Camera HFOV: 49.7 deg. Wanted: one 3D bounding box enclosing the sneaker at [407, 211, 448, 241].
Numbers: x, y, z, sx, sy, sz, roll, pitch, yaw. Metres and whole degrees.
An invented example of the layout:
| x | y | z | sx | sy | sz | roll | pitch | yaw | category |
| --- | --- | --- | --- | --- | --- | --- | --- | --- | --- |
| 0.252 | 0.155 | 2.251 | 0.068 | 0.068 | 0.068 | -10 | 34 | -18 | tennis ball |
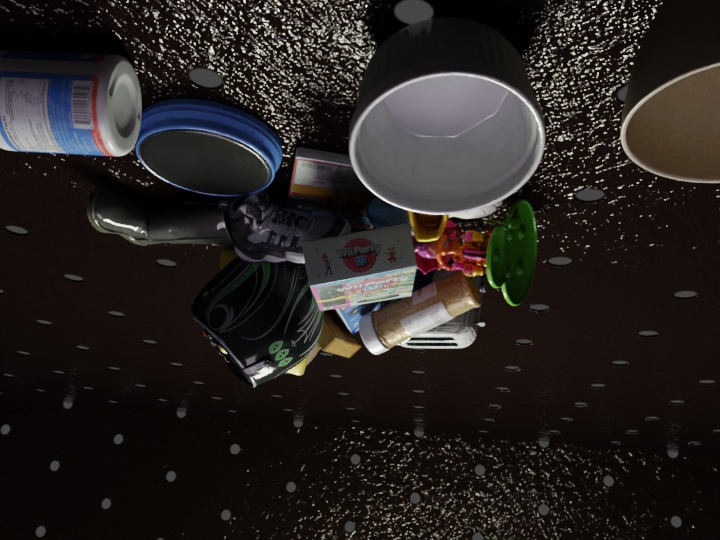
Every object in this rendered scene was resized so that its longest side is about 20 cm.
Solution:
| x | y | z | sx | sy | sz | roll | pitch | yaw | category |
| --- | --- | --- | --- | --- | --- | --- | --- | --- | --- |
| 0.078 | -0.122 | 0.939 | 0.072 | 0.078 | 0.202 | -6 | 131 | 17 | sneaker |

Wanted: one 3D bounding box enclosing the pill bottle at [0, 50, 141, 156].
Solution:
| x | y | z | sx | sy | sz | roll | pitch | yaw | category |
| --- | --- | --- | --- | --- | --- | --- | --- | --- | --- |
| -0.360 | -0.191 | 0.882 | 0.196 | 0.114 | 0.113 | 5 | 160 | 6 | pill bottle |

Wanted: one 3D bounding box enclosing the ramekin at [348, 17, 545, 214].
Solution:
| x | y | z | sx | sy | sz | roll | pitch | yaw | category |
| --- | --- | --- | --- | --- | --- | --- | --- | --- | --- |
| 0.086 | -0.161 | 0.801 | 0.196 | 0.107 | 0.202 | 1 | 144 | 1 | ramekin |

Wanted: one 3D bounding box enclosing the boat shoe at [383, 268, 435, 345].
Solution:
| x | y | z | sx | sy | sz | roll | pitch | yaw | category |
| --- | --- | --- | --- | --- | --- | --- | --- | --- | --- |
| 0.082 | 0.037 | 1.314 | 0.071 | 0.073 | 0.202 | 18 | 124 | -8 | boat shoe |

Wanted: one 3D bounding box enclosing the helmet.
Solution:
| x | y | z | sx | sy | sz | roll | pitch | yaw | category |
| --- | --- | --- | --- | --- | --- | --- | --- | --- | --- |
| -0.150 | 0.065 | 1.229 | 0.200 | 0.190 | 0.201 | 41 | 161 | 18 | helmet |

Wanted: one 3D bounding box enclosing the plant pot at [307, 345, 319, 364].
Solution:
| x | y | z | sx | sy | sz | roll | pitch | yaw | category |
| --- | --- | --- | --- | --- | --- | --- | --- | --- | --- |
| -0.186 | 0.191 | 1.875 | 0.197 | 0.094 | 0.201 | 4 | 159 | 2 | plant pot |

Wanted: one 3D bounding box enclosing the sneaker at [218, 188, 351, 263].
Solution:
| x | y | z | sx | sy | sz | roll | pitch | yaw | category |
| --- | --- | --- | --- | --- | --- | --- | --- | --- | --- |
| -0.117 | -0.073 | 1.133 | 0.197 | 0.076 | 0.115 | -4 | 134 | 25 | sneaker |

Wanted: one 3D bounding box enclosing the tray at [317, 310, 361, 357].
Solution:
| x | y | z | sx | sy | sz | roll | pitch | yaw | category |
| --- | --- | --- | --- | --- | --- | --- | --- | --- | --- |
| -0.081 | 0.058 | 1.359 | 0.037 | 0.201 | 0.098 | -41 | 152 | 12 | tray |

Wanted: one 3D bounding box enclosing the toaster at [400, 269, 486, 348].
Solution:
| x | y | z | sx | sy | sz | roll | pitch | yaw | category |
| --- | --- | --- | --- | --- | --- | --- | --- | --- | --- |
| 0.128 | 0.066 | 1.407 | 0.196 | 0.132 | 0.114 | -1 | 158 | 17 | toaster |

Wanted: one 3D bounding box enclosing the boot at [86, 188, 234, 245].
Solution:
| x | y | z | sx | sy | sz | roll | pitch | yaw | category |
| --- | --- | --- | --- | --- | --- | --- | --- | --- | --- |
| -0.297 | -0.078 | 1.211 | 0.196 | 0.074 | 0.182 | 7 | 172 | 21 | boot |

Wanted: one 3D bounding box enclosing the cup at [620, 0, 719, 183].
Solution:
| x | y | z | sx | sy | sz | roll | pitch | yaw | category |
| --- | --- | --- | --- | --- | --- | --- | --- | --- | --- |
| 0.324 | -0.185 | 0.669 | 0.196 | 0.146 | 0.201 | 4 | 159 | 2 | cup |

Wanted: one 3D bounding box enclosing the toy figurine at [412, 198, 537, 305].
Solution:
| x | y | z | sx | sy | sz | roll | pitch | yaw | category |
| --- | --- | --- | --- | --- | --- | --- | --- | --- | --- |
| 0.140 | -0.030 | 1.131 | 0.181 | 0.153 | 0.199 | 5 | -171 | 30 | toy figurine |

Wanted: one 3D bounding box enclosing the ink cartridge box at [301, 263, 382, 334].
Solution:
| x | y | z | sx | sy | sz | roll | pitch | yaw | category |
| --- | --- | --- | --- | --- | --- | --- | --- | --- | --- |
| -0.034 | 0.018 | 1.302 | 0.076 | 0.137 | 0.201 | -35 | 158 | -7 | ink cartridge box |

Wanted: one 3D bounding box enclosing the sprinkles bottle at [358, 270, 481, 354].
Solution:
| x | y | z | sx | sy | sz | roll | pitch | yaw | category |
| --- | --- | --- | --- | --- | --- | --- | --- | --- | --- |
| 0.094 | 0.066 | 1.247 | 0.198 | 0.069 | 0.068 | -27 | 148 | 20 | sprinkles bottle |

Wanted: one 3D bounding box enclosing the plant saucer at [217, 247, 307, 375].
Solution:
| x | y | z | sx | sy | sz | roll | pitch | yaw | category |
| --- | --- | --- | --- | --- | --- | --- | --- | --- | --- |
| -0.163 | 0.068 | 1.404 | 0.048 | 0.203 | 0.198 | -27 | 144 | 36 | plant saucer |

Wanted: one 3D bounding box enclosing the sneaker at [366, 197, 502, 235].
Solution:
| x | y | z | sx | sy | sz | roll | pitch | yaw | category |
| --- | --- | --- | --- | --- | --- | --- | --- | --- | --- |
| 0.092 | -0.112 | 1.053 | 0.197 | 0.079 | 0.090 | -15 | 135 | 26 | sneaker |

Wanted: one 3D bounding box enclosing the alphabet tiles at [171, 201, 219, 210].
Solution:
| x | y | z | sx | sy | sz | roll | pitch | yaw | category |
| --- | --- | --- | --- | --- | --- | --- | --- | --- | --- |
| -0.208 | -0.075 | 1.300 | 0.196 | 0.006 | 0.167 | 3 | 158 | 8 | alphabet tiles |

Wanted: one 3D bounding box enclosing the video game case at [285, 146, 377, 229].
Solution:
| x | y | z | sx | sy | sz | roll | pitch | yaw | category |
| --- | --- | --- | --- | --- | --- | --- | --- | --- | --- |
| -0.033 | -0.115 | 1.131 | 0.140 | 0.018 | 0.200 | 8 | 159 | -7 | video game case |

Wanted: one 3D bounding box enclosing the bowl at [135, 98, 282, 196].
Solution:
| x | y | z | sx | sy | sz | roll | pitch | yaw | category |
| --- | --- | --- | --- | --- | --- | --- | --- | --- | --- |
| -0.203 | -0.156 | 1.036 | 0.196 | 0.040 | 0.201 | 5 | 160 | 2 | bowl |

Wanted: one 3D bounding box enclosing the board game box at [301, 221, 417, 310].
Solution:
| x | y | z | sx | sy | sz | roll | pitch | yaw | category |
| --- | --- | --- | --- | --- | --- | --- | --- | --- | --- |
| 0.000 | 0.000 | 1.090 | 0.145 | 0.066 | 0.200 | -10 | 166 | -1 | board game box |
